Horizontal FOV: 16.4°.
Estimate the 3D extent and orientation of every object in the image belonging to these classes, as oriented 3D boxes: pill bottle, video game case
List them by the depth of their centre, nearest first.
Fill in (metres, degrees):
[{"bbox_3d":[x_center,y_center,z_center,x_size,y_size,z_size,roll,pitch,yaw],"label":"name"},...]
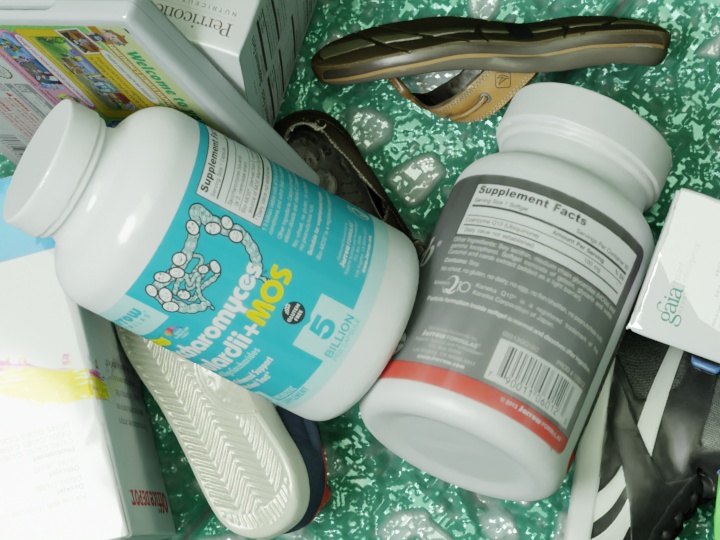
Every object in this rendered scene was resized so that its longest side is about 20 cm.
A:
[{"bbox_3d":[-0.078,-0.011,1.268,0.200,0.111,0.111,27,87,-19],"label":"pill bottle"},{"bbox_3d":[-0.143,-0.090,1.311,0.182,0.200,0.022,4,66,30],"label":"video game case"},{"bbox_3d":[0.087,0.010,1.317,0.116,0.116,0.200,22,69,7],"label":"pill bottle"}]

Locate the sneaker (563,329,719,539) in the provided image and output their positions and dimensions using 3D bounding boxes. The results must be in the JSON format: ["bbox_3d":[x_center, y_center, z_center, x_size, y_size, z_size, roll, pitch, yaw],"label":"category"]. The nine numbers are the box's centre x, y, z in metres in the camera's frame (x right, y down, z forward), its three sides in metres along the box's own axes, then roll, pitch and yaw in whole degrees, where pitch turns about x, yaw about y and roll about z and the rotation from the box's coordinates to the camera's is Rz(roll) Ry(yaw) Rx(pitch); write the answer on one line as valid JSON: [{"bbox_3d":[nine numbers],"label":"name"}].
[{"bbox_3d":[0.167,0.133,1.348,0.112,0.073,0.201,6,84,7],"label":"sneaker"}]

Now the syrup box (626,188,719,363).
[{"bbox_3d":[0.244,0.027,1.280,0.200,0.081,0.079,20,94,12],"label":"syrup box"}]

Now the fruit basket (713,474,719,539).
[{"bbox_3d":[0.233,0.178,1.302,0.215,0.216,0.156,2,85,6],"label":"fruit basket"}]

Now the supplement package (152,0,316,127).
[{"bbox_3d":[-0.098,-0.191,1.345,0.151,0.151,0.200,16,72,7],"label":"supplement package"}]

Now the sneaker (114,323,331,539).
[{"bbox_3d":[-0.074,0.054,1.375,0.075,0.084,0.200,-25,77,19],"label":"sneaker"}]

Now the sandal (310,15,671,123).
[{"bbox_3d":[0.073,-0.110,1.390,0.199,0.082,0.055,-3,106,-2],"label":"sandal"}]

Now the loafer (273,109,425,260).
[{"bbox_3d":[0.000,0.000,1.377,0.073,0.071,0.200,-33,82,2],"label":"loafer"}]

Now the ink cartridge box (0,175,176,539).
[{"bbox_3d":[-0.201,0.067,1.353,0.146,0.147,0.201,-15,83,3],"label":"ink cartridge box"}]
